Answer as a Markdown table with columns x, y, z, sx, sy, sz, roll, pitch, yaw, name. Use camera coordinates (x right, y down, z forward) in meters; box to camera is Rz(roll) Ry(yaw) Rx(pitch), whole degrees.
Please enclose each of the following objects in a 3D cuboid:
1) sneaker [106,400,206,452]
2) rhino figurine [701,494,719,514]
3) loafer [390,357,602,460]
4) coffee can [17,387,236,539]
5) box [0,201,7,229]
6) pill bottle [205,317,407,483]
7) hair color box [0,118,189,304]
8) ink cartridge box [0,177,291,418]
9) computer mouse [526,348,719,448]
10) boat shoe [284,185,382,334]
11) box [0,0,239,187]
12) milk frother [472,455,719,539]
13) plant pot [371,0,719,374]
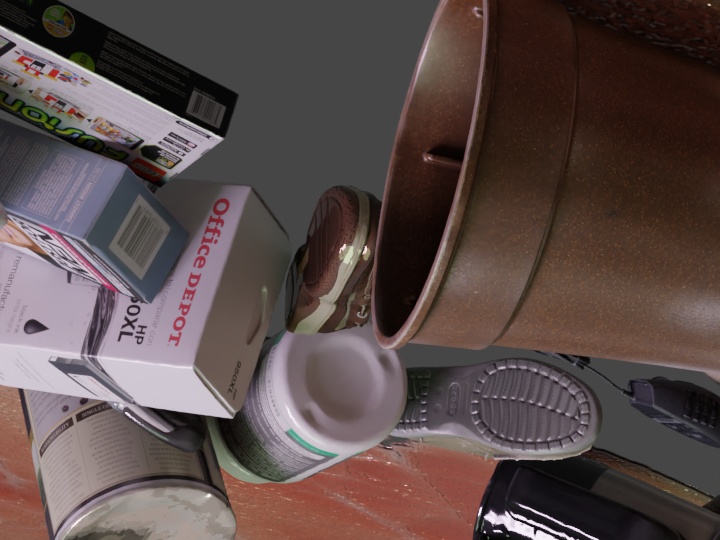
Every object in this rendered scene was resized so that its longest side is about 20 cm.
| x | y | z | sx | sy | sz | roll | pitch | yaw | name |
| --- | --- | --- | --- | --- | --- | --- | --- | --- | --- |
| -0.167 | 0.037 | 1.375 | 0.200 | 0.116 | 0.075 | 39 | 178 | 20 | sneaker |
| 0.349 | 0.246 | 1.573 | 0.087 | 0.060 | 0.200 | 18 | 161 | 38 | rhino figurine |
| 0.108 | 0.110 | 1.440 | 0.199 | 0.076 | 0.069 | 4 | 166 | 38 | loafer |
| -0.191 | 0.138 | 1.469 | 0.145 | 0.201 | 0.147 | -12 | 140 | -11 | coffee can |
| -0.367 | -0.056 | 1.130 | 0.171 | 0.199 | 0.200 | -20 | 101 | 54 | box |
| -0.051 | 0.107 | 1.473 | 0.112 | 0.114 | 0.200 | 24 | 156 | -17 | pill bottle |
| -0.224 | -0.051 | 1.244 | 0.199 | 0.061 | 0.099 | 21 | 163 | 30 | hair color box |
| -0.166 | 0.012 | 1.298 | 0.198 | 0.146 | 0.084 | 6 | 155 | 23 | ink cartridge box |
| 0.194 | 0.076 | 1.351 | 0.199 | 0.034 | 0.059 | 28 | 172 | -11 | computer mouse |
| 0.000 | -0.006 | 1.256 | 0.074 | 0.076 | 0.202 | 6 | 165 | -11 | boat shoe |
| -0.187 | -0.123 | 1.151 | 0.199 | 0.035 | 0.110 | 26 | 155 | -21 | box |
| 0.172 | 0.255 | 1.471 | 0.187 | 0.202 | 0.180 | 22 | -173 | 23 | milk frother |
| 0.126 | -0.039 | 0.950 | 0.196 | 0.202 | 0.200 | 12 | 158 | -9 | plant pot |
